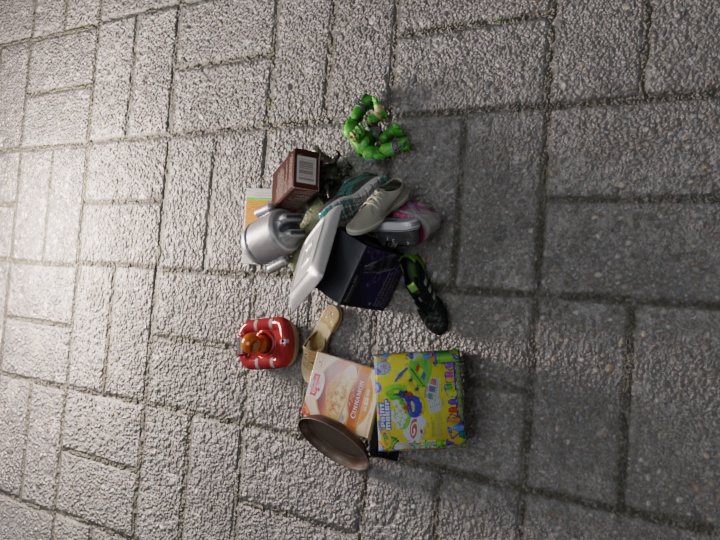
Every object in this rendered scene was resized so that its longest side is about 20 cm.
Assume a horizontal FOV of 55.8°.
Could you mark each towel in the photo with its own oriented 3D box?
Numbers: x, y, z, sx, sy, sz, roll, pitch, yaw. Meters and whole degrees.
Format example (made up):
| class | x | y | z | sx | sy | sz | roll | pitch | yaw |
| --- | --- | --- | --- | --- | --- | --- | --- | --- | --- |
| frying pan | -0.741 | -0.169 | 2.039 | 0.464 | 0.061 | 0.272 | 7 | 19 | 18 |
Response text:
| class | x | y | z | sx | sy | sz | roll | pitch | yaw |
| --- | --- | --- | --- | --- | --- | --- | --- | --- | --- |
| towel | -0.129 | -0.076 | 1.734 | 0.203 | 0.036 | 0.149 | -60 | 34 | 15 |

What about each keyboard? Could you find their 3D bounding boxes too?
| class | x | y | z | sx | sy | sz | roll | pitch | yaw |
| --- | --- | --- | --- | --- | --- | --- | --- | --- | --- |
| keyboard | 0.088 | 0.335 | 1.560 | 0.101 | 0.040 | 0.206 | 12 | 89 | -12 |

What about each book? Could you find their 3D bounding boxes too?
| class | x | y | z | sx | sy | sz | roll | pitch | yaw |
| --- | --- | --- | --- | --- | --- | --- | --- | --- | --- |
| book | -0.253 | -0.117 | 1.841 | 0.131 | 0.048 | 0.206 | 5 | 89 | 28 |

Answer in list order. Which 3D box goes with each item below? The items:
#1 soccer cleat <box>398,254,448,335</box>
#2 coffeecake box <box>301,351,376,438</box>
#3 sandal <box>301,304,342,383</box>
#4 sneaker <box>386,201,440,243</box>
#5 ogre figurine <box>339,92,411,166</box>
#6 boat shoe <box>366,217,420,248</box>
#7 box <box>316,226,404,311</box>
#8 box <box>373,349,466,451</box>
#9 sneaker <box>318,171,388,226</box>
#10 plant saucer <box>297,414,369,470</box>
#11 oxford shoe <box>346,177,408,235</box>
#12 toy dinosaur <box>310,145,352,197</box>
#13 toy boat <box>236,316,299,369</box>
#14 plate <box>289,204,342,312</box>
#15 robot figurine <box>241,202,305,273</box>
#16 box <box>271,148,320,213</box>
| class | x | y | z | sx | sy | sz | roll | pitch | yaw |
| --- | --- | --- | --- | --- | --- | --- | --- | --- | --- |
| soccer cleat | 0.139 | 0.056 | 1.561 | 0.067 | 0.080 | 0.204 | -31 | 72 | 25 |
| coffeecake box | -0.029 | 0.299 | 1.639 | 0.196 | 0.073 | 0.158 | 12 | 84 | 32 |
| sandal | -0.117 | 0.184 | 1.714 | 0.077 | 0.069 | 0.216 | 31 | 102 | 32 |
| sneaker | 0.116 | -0.121 | 1.599 | 0.199 | 0.087 | 0.083 | 35 | 134 | 48 |
| ogre figurine | 0.030 | -0.335 | 1.661 | 0.119 | 0.098 | 0.201 | -39 | 82 | 3 |
| boat shoe | 0.070 | -0.083 | 1.550 | 0.198 | 0.069 | 0.068 | 3 | 107 | 52 |
| box | 0.000 | 0.000 | 1.581 | 0.103 | 0.198 | 0.151 | 32 | 102 | 32 |
| box | 0.130 | 0.280 | 1.488 | 0.187 | 0.122 | 0.206 | -3 | 83 | 6 |
| sneaker | -0.026 | -0.177 | 1.652 | 0.091 | 0.197 | 0.079 | 37 | 149 | 45 |
| plant saucer | -0.059 | 0.403 | 1.616 | 0.196 | 0.203 | 0.032 | 13 | 53 | 32 |
| oxford shoe | 0.035 | -0.146 | 1.530 | 0.074 | 0.199 | 0.059 | 20 | 139 | 39 |
| toy dinosaur | -0.079 | -0.234 | 1.709 | 0.101 | 0.076 | 0.204 | -30 | 47 | 28 |
| toy boat | -0.258 | 0.190 | 1.765 | 0.196 | 0.130 | 0.134 | -8 | 82 | 30 |
| plate | -0.109 | -0.031 | 1.548 | 0.200 | 0.032 | 0.203 | -45 | 26 | 54 |
| robot figurine | -0.228 | -0.084 | 1.735 | 0.197 | 0.112 | 0.174 | -23 | 76 | 38 |
| box | -0.165 | -0.221 | 1.708 | 0.199 | 0.073 | 0.103 | 157 | 116 | -63 |
